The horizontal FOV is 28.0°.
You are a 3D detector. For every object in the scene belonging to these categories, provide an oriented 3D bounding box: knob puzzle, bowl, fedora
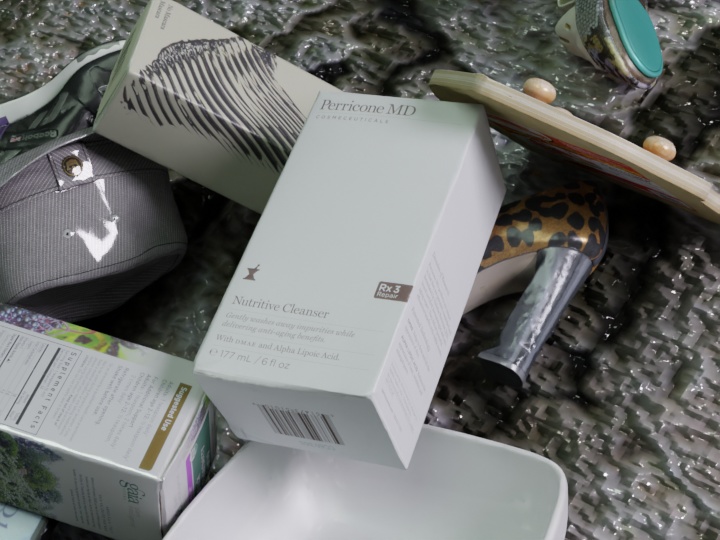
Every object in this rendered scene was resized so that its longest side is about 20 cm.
[{"bbox_3d":[0.125,-0.087,0.856,0.219,0.219,0.031,27,94,37],"label":"knob puzzle"},{"bbox_3d":[-0.001,0.169,0.752,0.198,0.075,0.200,9,37,29],"label":"bowl"},{"bbox_3d":[-0.188,-0.023,0.987,0.199,0.177,0.091,-20,76,-37],"label":"fedora"}]

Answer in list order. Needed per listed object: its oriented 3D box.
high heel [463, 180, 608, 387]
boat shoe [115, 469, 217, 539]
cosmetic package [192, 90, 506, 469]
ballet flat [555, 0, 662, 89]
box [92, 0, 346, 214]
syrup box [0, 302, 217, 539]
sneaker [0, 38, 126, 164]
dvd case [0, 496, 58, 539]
[{"bbox_3d":[0.052,-0.024,0.914,0.199,0.072,0.143,25,68,22],"label":"high heel"},{"bbox_3d":[-0.119,0.195,0.816,0.071,0.060,0.203,-3,51,21],"label":"boat shoe"},{"bbox_3d":[0.000,0.000,0.813,0.112,0.081,0.201,6,58,23],"label":"cosmetic package"},{"bbox_3d":[0.170,-0.189,1.018,0.071,0.072,0.202,-10,49,15],"label":"ballet flat"},{"bbox_3d":[-0.067,-0.092,0.943,0.068,0.199,0.083,-46,26,45],"label":"box"},{"bbox_3d":[-0.184,0.079,0.809,0.198,0.079,0.082,15,51,9],"label":"syrup box"},{"bbox_3d":[-0.222,-0.100,1.114,0.199,0.076,0.088,-27,61,5],"label":"sneaker"},{"bbox_3d":[-0.286,0.156,0.813,0.198,0.018,0.143,20,59,10],"label":"dvd case"}]
